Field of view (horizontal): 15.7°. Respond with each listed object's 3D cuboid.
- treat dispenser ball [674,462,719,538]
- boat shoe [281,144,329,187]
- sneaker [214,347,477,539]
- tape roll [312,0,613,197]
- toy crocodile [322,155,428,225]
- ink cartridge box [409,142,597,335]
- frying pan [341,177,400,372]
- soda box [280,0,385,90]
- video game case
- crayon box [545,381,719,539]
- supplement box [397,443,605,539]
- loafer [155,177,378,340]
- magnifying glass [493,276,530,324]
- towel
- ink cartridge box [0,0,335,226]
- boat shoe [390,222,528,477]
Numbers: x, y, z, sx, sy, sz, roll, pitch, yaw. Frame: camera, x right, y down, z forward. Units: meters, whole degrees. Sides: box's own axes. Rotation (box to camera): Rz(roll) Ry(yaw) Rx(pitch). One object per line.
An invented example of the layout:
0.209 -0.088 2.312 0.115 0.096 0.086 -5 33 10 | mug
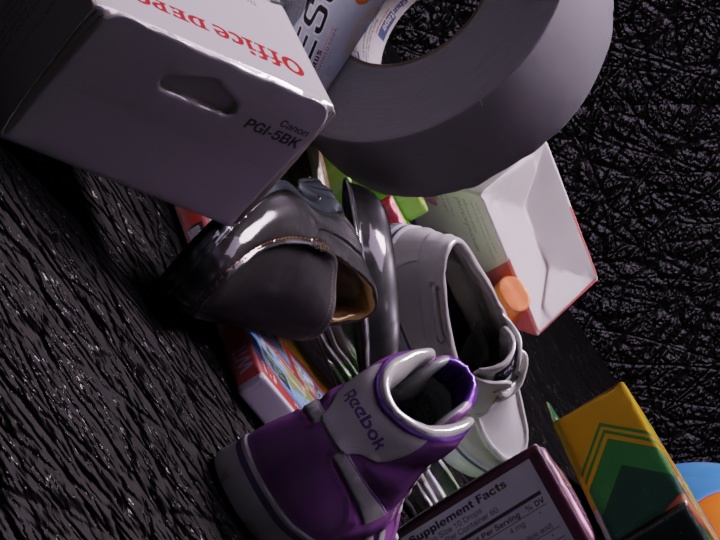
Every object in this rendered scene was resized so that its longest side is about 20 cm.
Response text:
0.221 0.225 1.697 0.201 0.200 0.201 56 7 -11 | treat dispenser ball
-0.084 -0.088 1.544 0.075 0.075 0.203 11 44 -46 | boat shoe
0.013 0.088 1.217 0.073 0.114 0.200 57 6 11 | sneaker
0.042 -0.144 1.489 0.066 0.200 0.201 45 14 -50 | tape roll
0.023 -0.002 1.613 0.201 0.067 0.062 61 5 -31 | toy crocodile
0.051 -0.040 1.727 0.199 0.067 0.117 18 -40 48 | ink cartridge box
0.002 0.016 1.483 0.190 0.031 0.116 95 -11 -74 | frying pan
-0.041 -0.143 1.450 0.068 0.201 0.064 26 -12 31 | soda box
-0.044 0.043 1.395 0.143 0.017 0.200 53 8 -38 | video game case
0.167 0.146 1.455 0.127 0.051 0.200 57 5 -21 | crayon box
0.114 0.213 1.411 0.201 0.103 0.131 61 7 22 | supplement box
-0.038 0.000 1.298 0.072 0.073 0.200 49 20 7 | loafer
0.068 0.052 1.715 0.080 0.022 0.200 61 -27 12 | magnifying glass
0.017 0.080 1.611 0.201 0.031 0.149 58 8 -4 | towel
-0.116 -0.131 1.218 0.146 0.083 0.201 22 31 -40 | ink cartridge box
0.066 0.055 1.578 0.065 0.074 0.200 5 -39 38 | boat shoe
